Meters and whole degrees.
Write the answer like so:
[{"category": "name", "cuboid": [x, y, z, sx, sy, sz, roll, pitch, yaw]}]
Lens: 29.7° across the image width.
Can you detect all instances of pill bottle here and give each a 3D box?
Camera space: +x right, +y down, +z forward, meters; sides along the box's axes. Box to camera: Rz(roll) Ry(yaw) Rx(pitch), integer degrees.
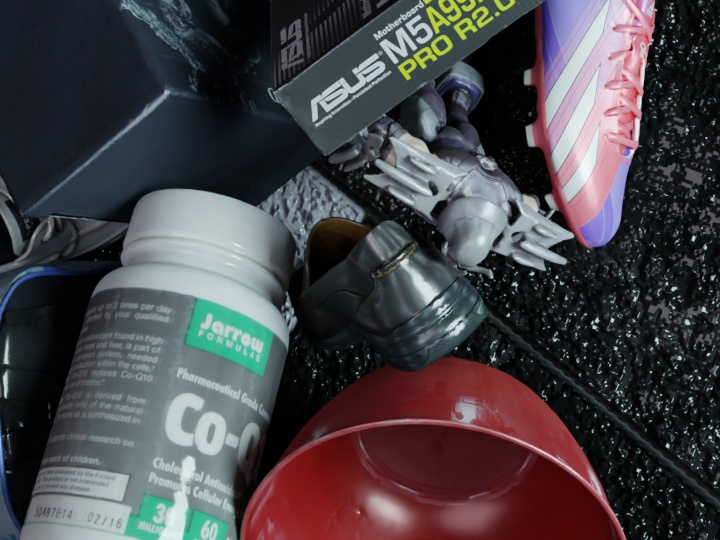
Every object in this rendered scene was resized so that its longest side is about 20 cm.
[{"category": "pill bottle", "cuboid": [-0.101, 0.066, 0.729, 0.112, 0.113, 0.201, 1, 66, 27]}]

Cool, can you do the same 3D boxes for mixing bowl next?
[{"category": "mixing bowl", "cuboid": [0.043, 0.121, 0.726, 0.198, 0.109, 0.201, 4, 126, 6]}]

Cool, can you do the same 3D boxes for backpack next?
[{"category": "backpack", "cuboid": [-0.204, 0.089, 0.816, 0.146, 0.200, 0.185, -8, 86, 18]}]

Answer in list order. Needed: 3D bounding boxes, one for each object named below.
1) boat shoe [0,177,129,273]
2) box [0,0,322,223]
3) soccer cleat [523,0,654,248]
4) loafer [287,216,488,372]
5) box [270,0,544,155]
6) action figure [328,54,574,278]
[{"category": "boat shoe", "cuboid": [-0.213, -0.029, 0.861, 0.199, 0.065, 0.074, -27, 99, -7]}, {"category": "box", "cuboid": [-0.138, -0.137, 0.796, 0.117, 0.196, 0.201, -35, 74, 22]}, {"category": "soccer cleat", "cuboid": [0.129, -0.115, 0.732, 0.076, 0.067, 0.202, -8, 83, 23]}, {"category": "loafer", "cuboid": [0.000, 0.000, 0.741, 0.073, 0.200, 0.073, -39, 105, -18]}, {"category": "box", "cuboid": [0.028, -0.159, 0.702, 0.160, 0.200, 0.044, -33, 116, 15]}, {"category": "action figure", "cuboid": [0.044, -0.061, 0.708, 0.069, 0.130, 0.201, -39, 33, 24]}]
